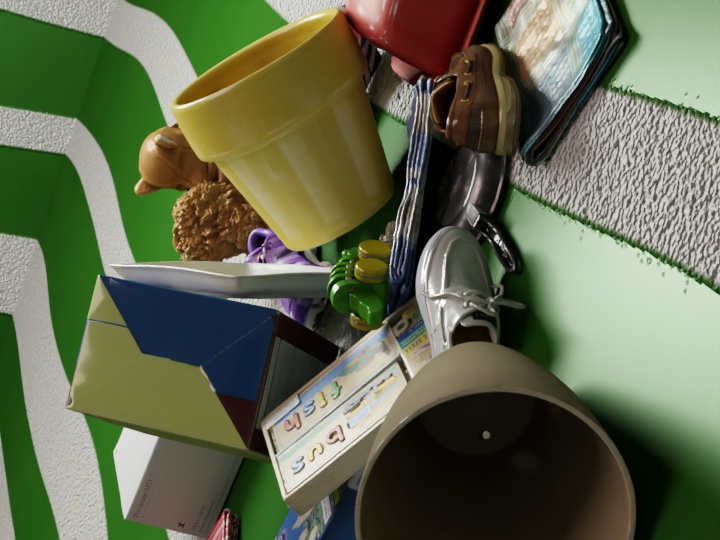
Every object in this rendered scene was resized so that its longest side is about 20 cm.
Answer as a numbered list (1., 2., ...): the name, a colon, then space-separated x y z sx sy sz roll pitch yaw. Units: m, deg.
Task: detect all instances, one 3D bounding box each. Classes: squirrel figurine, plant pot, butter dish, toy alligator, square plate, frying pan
1. squirrel figurine: -0.175 -0.100 1.976 0.142 0.185 0.201 -54 28 41
2. plant pot: 0.089 0.129 1.173 0.200 0.186 0.189 -89 22 -70
3. plant pot: -0.062 -0.134 1.661 0.199 0.190 0.201 -28 16 9
4. butter dish: 0.042 -0.290 1.612 0.200 0.146 0.202 -131 59 -67
5. toy alligator: 0.000 0.000 1.525 0.200 0.054 0.060 -80 -4 -65
6. square plate: -0.118 0.009 1.659 0.199 0.197 0.029 4 94 44
7. frying pan: 0.097 -0.043 1.461 0.115 0.031 0.191 125 155 -44

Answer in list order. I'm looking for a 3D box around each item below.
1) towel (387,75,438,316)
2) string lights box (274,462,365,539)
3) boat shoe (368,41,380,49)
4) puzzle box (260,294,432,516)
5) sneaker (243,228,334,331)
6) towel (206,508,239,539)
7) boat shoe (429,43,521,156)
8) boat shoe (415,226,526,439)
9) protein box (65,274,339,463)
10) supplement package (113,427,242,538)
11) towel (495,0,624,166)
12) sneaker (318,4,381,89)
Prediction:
1. towel: 0.045 -0.065 1.539 0.147 0.024 0.202 96 -178 -76
2. string lights box: -0.022 0.231 1.512 0.103 0.058 0.201 -104 37 -59
3. boat shoe: 0.049 -0.333 1.752 0.065 0.070 0.202 -76 0 -82
4. puzzle box: 0.002 0.115 1.457 0.199 0.025 0.133 -40 29 7
5. sneaker: -0.084 0.009 1.809 0.081 0.083 0.200 -69 22 14
6. towel: -0.168 0.386 1.835 0.201 0.022 0.145 -93 25 -45
7. boat shoe: 0.094 -0.156 1.455 0.200 0.067 0.073 -102 14 -67
8. boat shoe: 0.091 0.045 1.339 0.086 0.074 0.204 136 142 -54
9. protein box: -0.151 0.105 1.642 0.200 0.196 0.137 38 -116 -70
10. supplement package: -0.204 0.184 1.953 0.156 0.110 0.202 -117 47 -62
11. towel: 0.163 -0.201 1.411 0.147 0.021 0.201 -58 25 35
12. sneaker: -0.013 -0.211 1.822 0.086 0.080 0.201 -37 -24 -40
